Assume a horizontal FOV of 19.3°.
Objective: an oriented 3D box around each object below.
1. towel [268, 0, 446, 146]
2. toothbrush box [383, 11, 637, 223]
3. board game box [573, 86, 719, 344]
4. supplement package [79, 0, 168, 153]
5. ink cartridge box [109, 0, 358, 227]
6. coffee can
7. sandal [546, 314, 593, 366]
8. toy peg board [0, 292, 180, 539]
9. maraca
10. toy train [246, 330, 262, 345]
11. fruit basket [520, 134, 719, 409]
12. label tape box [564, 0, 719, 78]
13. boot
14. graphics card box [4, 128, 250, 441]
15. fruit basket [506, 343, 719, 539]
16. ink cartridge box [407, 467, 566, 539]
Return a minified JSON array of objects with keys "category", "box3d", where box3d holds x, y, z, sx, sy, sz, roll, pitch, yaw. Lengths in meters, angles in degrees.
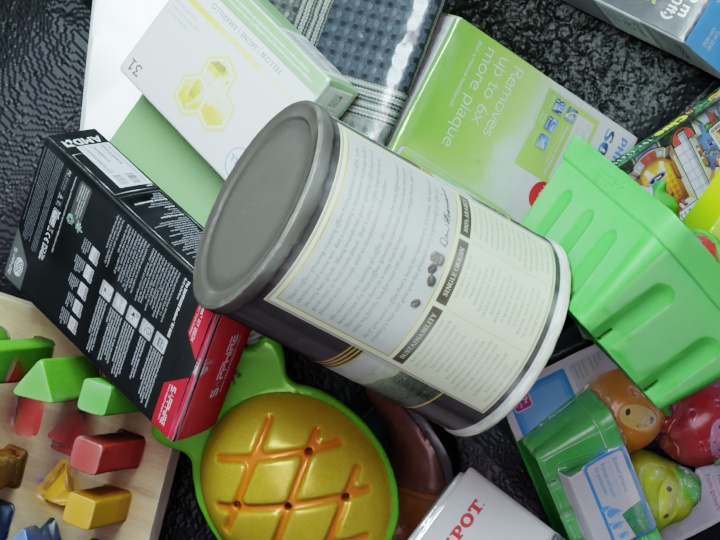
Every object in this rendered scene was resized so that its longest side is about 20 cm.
[{"category":"towel","box3d":[-0.031,-0.185,1.472,0.200,0.035,0.193,20,89,31]},{"category":"toothbrush box","box3d":[0.081,-0.081,1.512,0.086,0.200,0.146,24,86,51]},{"category":"board game box","box3d":[0.221,-0.043,1.533,0.200,0.023,0.105,-35,111,-17]},{"category":"supplement package","box3d":[-0.096,-0.139,1.575,0.199,0.111,0.156,5,86,5]},{"category":"ink cartridge box","box3d":[-0.112,-0.094,1.454,0.146,0.048,0.200,46,106,26]},{"category":"coffee can","box3d":[0.014,0.001,1.360,0.200,0.146,0.147,28,88,-23]},{"category":"sandal","box3d":[0.202,0.047,1.561,0.200,0.075,0.048,-21,112,11]},{"category":"toy peg board","box3d":[-0.245,0.133,1.538,0.200,0.098,0.200,17,95,21]},{"category":"maraca","box3d":[-0.060,0.137,1.498,0.137,0.107,0.200,-39,95,6]},{"category":"toy train","box3d":[-0.154,0.061,1.585,0.200,0.056,0.150,-42,76,15]},{"category":"fruit basket","box3d":[0.226,-0.023,1.412,0.216,0.216,0.156,-43,114,1]},{"category":"label tape box","box3d":[0.253,-0.230,1.541,0.200,0.066,0.143,31,88,31]},{"category":"boot","box3d":[-0.006,0.194,1.576,0.200,0.068,0.189,-31,90,10]},{"category":"graphics card box","box3d":[-0.159,0.007,1.461,0.200,0.051,0.126,40,125,29]},{"category":"fruit basket","box3d":[0.218,0.121,1.510,0.200,0.094,0.186,-23,116,-1]},{"category":"ink cartridge box","box3d":[0.104,0.256,1.469,0.200,0.084,0.145,37,74,2]}]
